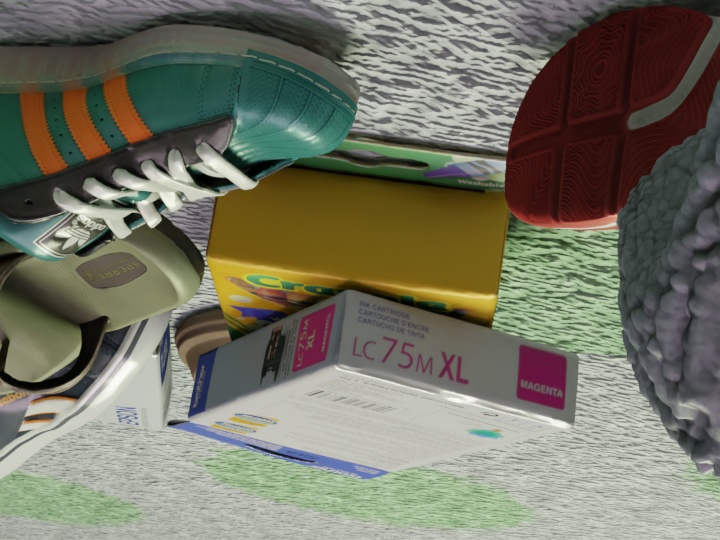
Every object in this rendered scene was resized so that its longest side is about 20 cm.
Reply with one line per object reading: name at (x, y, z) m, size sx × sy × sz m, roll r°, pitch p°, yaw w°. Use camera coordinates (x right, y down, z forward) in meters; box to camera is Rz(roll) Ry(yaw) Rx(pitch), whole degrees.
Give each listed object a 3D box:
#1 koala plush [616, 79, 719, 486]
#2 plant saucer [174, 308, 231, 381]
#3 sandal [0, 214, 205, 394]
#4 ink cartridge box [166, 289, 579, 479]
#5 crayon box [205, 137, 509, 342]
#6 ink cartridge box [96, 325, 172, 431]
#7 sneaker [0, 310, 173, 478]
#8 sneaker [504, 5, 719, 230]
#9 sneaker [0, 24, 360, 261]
koala plush at (0.151, -0.069, 0.381) m, size 0.176 × 0.185 × 0.200 m, roll 9°, pitch -156°, yaw 7°
plant saucer at (-0.012, 0.064, 1.100) m, size 0.198 × 0.030 × 0.200 m, roll 7°, pitch 163°, yaw 2°
sandal at (-0.144, 0.021, 0.840) m, size 0.079 × 0.058 × 0.200 m, roll 33°, pitch 148°, yaw -22°
ink cartridge box at (-0.001, 0.058, 0.879) m, size 0.118 × 0.042 × 0.200 m, roll 16°, pitch 159°, yaw -23°
crayon box at (0.000, 0.000, 0.848) m, size 0.124 × 0.052 × 0.200 m, roll 8°, pitch 162°, yaw 4°
ink cartridge box at (-0.210, 0.043, 1.112) m, size 0.198 × 0.044 × 0.197 m, roll 8°, pitch 163°, yaw -2°
sneaker at (-0.173, 0.042, 0.966) m, size 0.079 × 0.079 × 0.200 m, roll 29°, pitch 132°, yaw -28°
sneaker at (0.143, -0.040, 0.606) m, size 0.115 × 0.079 × 0.199 m, roll 21°, pitch 161°, yaw -30°
sneaker at (-0.092, -0.040, 0.712) m, size 0.198 × 0.081 × 0.071 m, roll -1°, pitch 160°, yaw 29°
